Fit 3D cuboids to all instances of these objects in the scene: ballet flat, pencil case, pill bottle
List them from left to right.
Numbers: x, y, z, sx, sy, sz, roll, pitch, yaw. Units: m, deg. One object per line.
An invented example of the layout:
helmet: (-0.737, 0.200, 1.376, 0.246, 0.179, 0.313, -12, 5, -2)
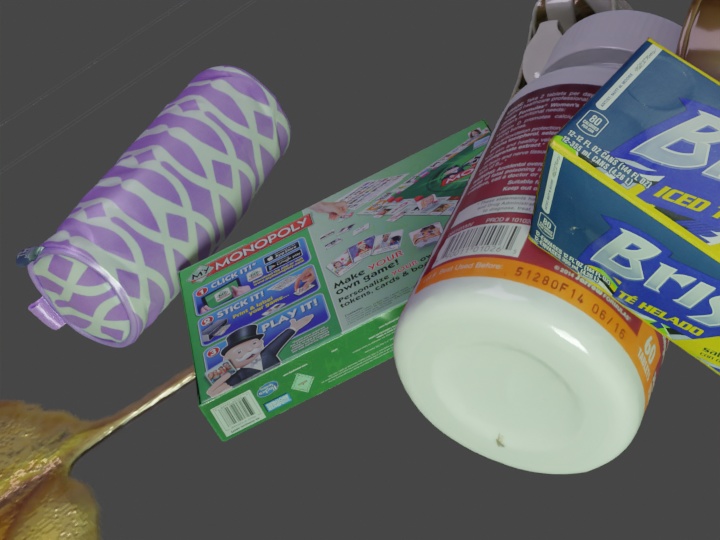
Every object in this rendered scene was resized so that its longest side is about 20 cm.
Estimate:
pencil case: (-0.120, -0.040, 0.895, 0.085, 0.084, 0.201, -27, 21, 51)
ballet flat: (0.122, -0.126, 0.840, 0.067, 0.063, 0.201, -10, 36, 21)
pill bottle: (0.097, -0.019, 0.652, 0.108, 0.110, 0.201, -2, 43, 35)

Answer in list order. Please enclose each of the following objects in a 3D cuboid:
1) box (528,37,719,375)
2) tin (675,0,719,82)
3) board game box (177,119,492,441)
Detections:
box: (0.160, 0.005, 0.527, 0.199, 0.065, 0.070, 37, 63, 19)
tin: (0.192, -0.101, 0.646, 0.041, 0.113, 0.201, 10, 49, 33)
board game box: (0.000, 0.000, 0.787, 0.198, 0.029, 0.135, -26, 31, 3)
